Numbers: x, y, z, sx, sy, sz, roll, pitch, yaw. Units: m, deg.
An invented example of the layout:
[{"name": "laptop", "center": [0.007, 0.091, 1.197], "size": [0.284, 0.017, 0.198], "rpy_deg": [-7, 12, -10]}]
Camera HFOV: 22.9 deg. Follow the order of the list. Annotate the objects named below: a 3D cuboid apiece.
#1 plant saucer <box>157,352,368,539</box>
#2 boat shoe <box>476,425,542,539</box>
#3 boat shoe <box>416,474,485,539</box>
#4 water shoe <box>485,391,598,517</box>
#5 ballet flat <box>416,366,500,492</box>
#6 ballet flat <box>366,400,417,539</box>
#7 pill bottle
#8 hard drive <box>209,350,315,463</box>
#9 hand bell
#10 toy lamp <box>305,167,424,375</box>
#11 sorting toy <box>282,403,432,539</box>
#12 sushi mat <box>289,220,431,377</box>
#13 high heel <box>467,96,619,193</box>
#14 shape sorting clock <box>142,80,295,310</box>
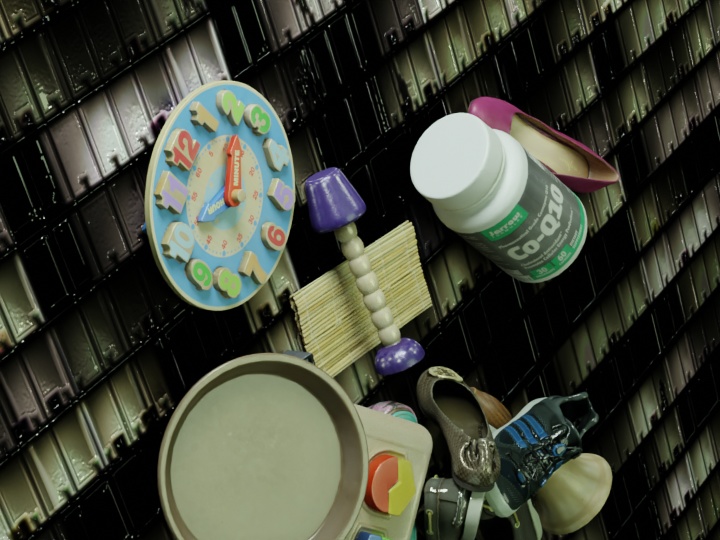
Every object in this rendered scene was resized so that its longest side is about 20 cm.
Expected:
[{"name": "plant saucer", "center": [-0.086, 0.173, 1.556], "size": [0.198, 0.029, 0.203], "rpy_deg": [0, 91, -25]}, {"name": "boat shoe", "center": [0.142, 0.244, 1.894], "size": [0.061, 0.071, 0.202], "rpy_deg": [-57, 136, -37]}, {"name": "boat shoe", "center": [0.084, 0.252, 1.784], "size": [0.202, 0.060, 0.073], "rpy_deg": [100, 4, -65]}, {"name": "water shoe", "center": [0.183, 0.178, 1.823], "size": [0.072, 0.078, 0.200], "rpy_deg": [59, 33, -11]}, {"name": "ballet flat", "center": [0.100, 0.145, 1.760], "size": [0.067, 0.201, 0.047], "rpy_deg": [5, 117, -12]}, {"name": "ballet flat", "center": [0.018, 0.228, 1.737], "size": [0.069, 0.071, 0.203], "rpy_deg": [6, 85, -33]}, {"name": "pill bottle", "center": [0.142, -0.075, 1.834], "size": [0.200, 0.112, 0.114], "rpy_deg": [34, 67, -47]}, {"name": "hard drive", "center": [-0.078, 0.192, 1.642], "size": [0.139, 0.038, 0.202], "rpy_deg": [-34, 119, -45]}, {"name": "hand bell", "center": [0.176, 0.192, 1.944], "size": [0.200, 0.104, 0.105], "rpy_deg": [43, 60, -30]}, {"name": "toy lamp", "center": [0.000, 0.000, 1.691], "size": [0.058, 0.058, 0.202], "rpy_deg": [-35, 109, -44]}, {"name": "sorting toy", "center": [-0.015, 0.223, 1.640], "size": [0.184, 0.036, 0.202], "rpy_deg": [20, 77, -38]}, {"name": "sushi mat", "center": [0.003, 0.031, 1.747], "size": [0.199, 0.012, 0.097], "rpy_deg": [-33, 118, -45]}, {"name": "high heel", "center": [0.196, -0.138, 1.910], "size": [0.199, 0.095, 0.068], "rpy_deg": [23, 75, -50]}, {"name": "shape sorting clock", "center": [-0.118, -0.065, 1.567], "size": [0.199, 0.039, 0.203], "rpy_deg": [-7, 98, -51]}]
